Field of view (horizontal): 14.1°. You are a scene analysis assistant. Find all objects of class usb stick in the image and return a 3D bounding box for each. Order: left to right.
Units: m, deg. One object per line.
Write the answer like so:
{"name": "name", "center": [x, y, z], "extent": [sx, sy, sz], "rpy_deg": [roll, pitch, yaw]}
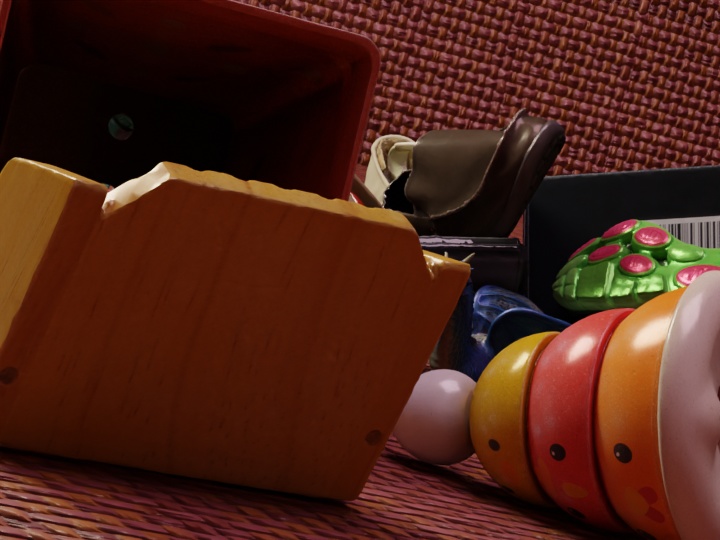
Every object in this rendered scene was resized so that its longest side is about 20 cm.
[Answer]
{"name": "usb stick", "center": [0.000, 0.000, 1.694], "extent": [0.199, 0.033, 0.056], "rpy_deg": [1, -29, -7]}

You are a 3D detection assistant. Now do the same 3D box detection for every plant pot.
{"name": "plant pot", "center": [-0.125, -0.043, 1.561], "extent": [0.199, 0.201, 0.176], "rpy_deg": [14, -5, -15]}

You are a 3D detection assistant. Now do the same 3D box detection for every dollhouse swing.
{"name": "dollhouse swing", "center": [-0.095, 0.001, 1.302], "extent": [0.199, 0.182, 0.176], "rpy_deg": [12, 27, -31]}

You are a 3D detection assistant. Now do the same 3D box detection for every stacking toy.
{"name": "stacking toy", "center": [0.106, 0.077, 1.451], "extent": [0.199, 0.147, 0.146], "rpy_deg": [-3, -5, 30]}

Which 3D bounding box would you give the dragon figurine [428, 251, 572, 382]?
{"name": "dragon figurine", "center": [0.090, 0.045, 1.667], "extent": [0.199, 0.100, 0.059], "rpy_deg": [13, 6, -29]}

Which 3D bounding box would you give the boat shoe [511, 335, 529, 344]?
{"name": "boat shoe", "center": [0.150, 0.077, 1.556], "extent": [0.070, 0.067, 0.200], "rpy_deg": [-30, 29, -26]}

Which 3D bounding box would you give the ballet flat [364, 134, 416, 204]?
{"name": "ballet flat", "center": [0.043, -0.051, 1.978], "extent": [0.069, 0.070, 0.200], "rpy_deg": [14, 12, -18]}

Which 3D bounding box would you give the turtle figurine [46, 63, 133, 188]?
{"name": "turtle figurine", "center": [-0.193, -0.064, 1.717], "extent": [0.149, 0.200, 0.101], "rpy_deg": [12, 42, -44]}

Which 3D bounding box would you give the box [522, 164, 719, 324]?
{"name": "box", "center": [0.221, 0.013, 1.828], "extent": [0.199, 0.125, 0.197], "rpy_deg": [-3, -13, 17]}

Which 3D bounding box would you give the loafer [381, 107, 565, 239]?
{"name": "loafer", "center": [0.059, -0.050, 1.754], "extent": [0.071, 0.073, 0.200], "rpy_deg": [35, -26, -6]}

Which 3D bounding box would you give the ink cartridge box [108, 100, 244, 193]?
{"name": "ink cartridge box", "center": [-0.120, -0.051, 1.768], "extent": [0.044, 0.174, 0.200], "rpy_deg": [39, 2, -2]}

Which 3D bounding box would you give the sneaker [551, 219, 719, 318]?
{"name": "sneaker", "center": [0.195, 0.024, 1.681], "extent": [0.199, 0.077, 0.084], "rpy_deg": [10, -44, 41]}

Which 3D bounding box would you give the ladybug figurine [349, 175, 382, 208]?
{"name": "ladybug figurine", "center": [-0.012, -0.009, 1.832], "extent": [0.200, 0.072, 0.136], "rpy_deg": [47, 10, -38]}
